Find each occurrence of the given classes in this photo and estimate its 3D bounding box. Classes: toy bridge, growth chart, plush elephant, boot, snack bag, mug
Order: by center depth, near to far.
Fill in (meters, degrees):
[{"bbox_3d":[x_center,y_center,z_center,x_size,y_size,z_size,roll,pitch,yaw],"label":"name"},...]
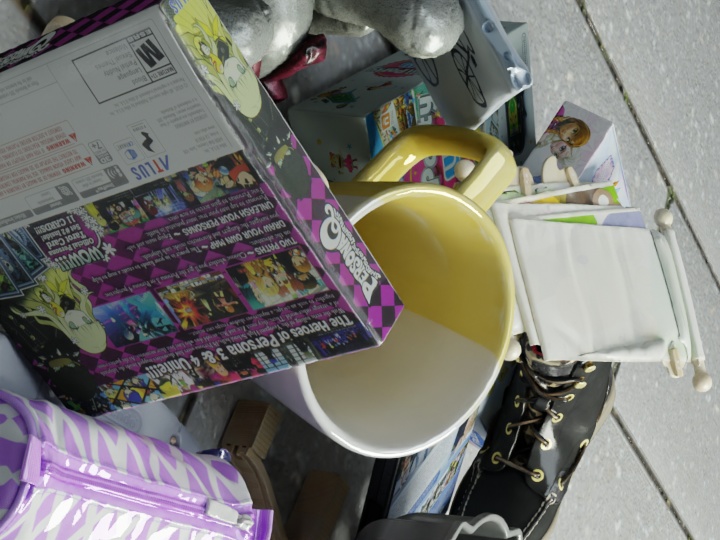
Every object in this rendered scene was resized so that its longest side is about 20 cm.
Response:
[{"bbox_3d":[-0.077,-0.101,0.978,0.164,0.200,0.155,-17,130,-43],"label":"plush elephant"},{"bbox_3d":[0.032,-0.170,1.037,0.189,0.021,0.200,62,-8,1],"label":"snack bag"},{"bbox_3d":[-0.003,0.009,1.057,0.186,0.153,0.150,-19,111,-33],"label":"mug"},{"bbox_3d":[0.143,-0.001,1.170,0.200,0.018,0.145,8,66,-38],"label":"growth chart"},{"bbox_3d":[-0.031,0.159,1.171,0.200,0.027,0.067,52,51,-46],"label":"toy bridge"},{"bbox_3d":[0.118,0.095,1.228,0.200,0.073,0.151,-51,156,-32],"label":"boot"}]

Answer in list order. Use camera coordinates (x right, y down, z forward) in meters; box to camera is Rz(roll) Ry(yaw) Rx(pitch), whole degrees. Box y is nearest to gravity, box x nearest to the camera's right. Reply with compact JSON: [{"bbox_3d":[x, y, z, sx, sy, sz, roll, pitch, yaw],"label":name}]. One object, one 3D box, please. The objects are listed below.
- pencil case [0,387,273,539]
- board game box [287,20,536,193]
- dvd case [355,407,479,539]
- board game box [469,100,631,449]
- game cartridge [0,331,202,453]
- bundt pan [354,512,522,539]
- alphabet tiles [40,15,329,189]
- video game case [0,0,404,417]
[{"bbox_3d":[-0.128,0.112,0.897,0.200,0.085,0.084,25,72,-55],"label":"pencil case"},{"bbox_3d":[0.042,-0.067,1.219,0.200,0.064,0.148,-34,125,-47],"label":"board game box"},{"bbox_3d":[0.035,0.128,1.151,0.143,0.018,0.200,-48,159,-43],"label":"dvd case"},{"bbox_3d":[0.118,0.013,1.284,0.200,0.041,0.200,-56,157,-13],"label":"board game box"},{"bbox_3d":[-0.153,0.112,0.966,0.200,0.041,0.134,41,61,-51],"label":"game cartridge"},{"bbox_3d":[0.023,0.229,1.062,0.202,0.076,0.203,-24,119,-53],"label":"bundt pan"},{"bbox_3d":[-0.090,-0.030,0.895,0.196,0.200,0.015,42,58,-5],"label":"alphabet tiles"},{"bbox_3d":[-0.106,-0.024,0.842,0.182,0.200,0.036,57,40,-21],"label":"video game case"}]
